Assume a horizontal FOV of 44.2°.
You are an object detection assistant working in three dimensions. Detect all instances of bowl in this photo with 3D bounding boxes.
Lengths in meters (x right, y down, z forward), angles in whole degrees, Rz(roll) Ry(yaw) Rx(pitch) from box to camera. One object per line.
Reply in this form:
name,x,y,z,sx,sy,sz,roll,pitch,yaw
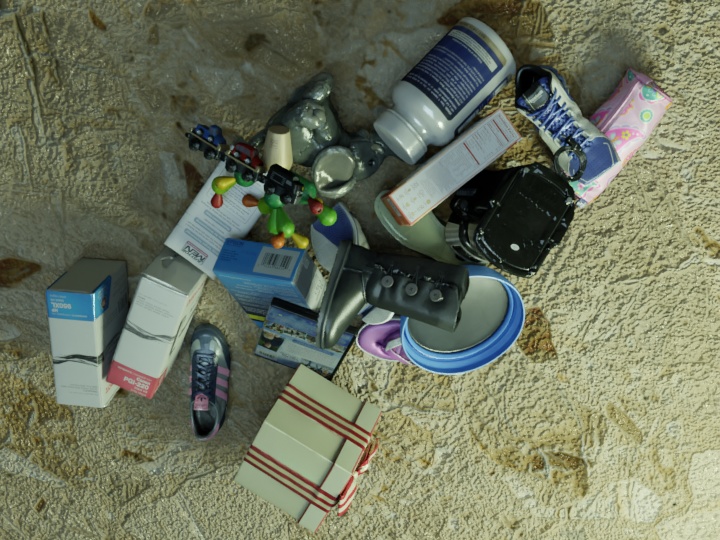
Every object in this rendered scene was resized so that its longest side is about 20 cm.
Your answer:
bowl,0.156,0.076,1.379,0.198,0.040,0.202,-7,129,-9

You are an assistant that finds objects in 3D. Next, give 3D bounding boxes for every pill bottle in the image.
pill bottle,0.114,-0.248,1.248,0.200,0.111,0.111,-46,102,-4

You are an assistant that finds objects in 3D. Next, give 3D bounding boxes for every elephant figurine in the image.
elephant figurine,-0.033,-0.177,1.314,0.200,0.142,0.154,46,149,-22

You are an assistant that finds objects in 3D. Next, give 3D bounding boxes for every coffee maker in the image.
coffee maker,0.220,-0.088,1.266,0.191,0.200,0.135,-35,100,-4

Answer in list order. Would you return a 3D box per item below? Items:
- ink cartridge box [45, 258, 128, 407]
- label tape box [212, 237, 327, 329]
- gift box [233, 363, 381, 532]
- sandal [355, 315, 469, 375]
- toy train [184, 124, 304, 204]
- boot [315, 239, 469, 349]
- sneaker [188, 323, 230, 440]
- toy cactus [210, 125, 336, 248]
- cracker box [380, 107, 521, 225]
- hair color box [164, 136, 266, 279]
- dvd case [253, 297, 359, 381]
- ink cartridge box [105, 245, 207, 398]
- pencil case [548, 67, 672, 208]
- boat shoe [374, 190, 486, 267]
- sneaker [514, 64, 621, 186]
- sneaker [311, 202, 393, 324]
ink cartridge box,-0.437,0.100,1.444,0.083,0.145,0.203,4,111,5
label tape box,-0.125,0.034,1.399,0.142,0.067,0.200,8,154,23
gift box,-0.078,0.300,1.465,0.185,0.185,0.201,29,130,3
sandal,0.091,0.126,1.458,0.200,0.050,0.083,11,111,0
toy train,-0.161,-0.152,1.225,0.199,0.034,0.046,30,105,17
boot,0.046,0.055,1.280,0.197,0.066,0.167,14,84,8
sneaker,-0.257,0.192,1.497,0.069,0.082,0.203,1,111,5
toy cactus,-0.129,-0.123,1.270,0.198,0.102,0.167,22,125,22
cracker box,0.126,-0.146,1.276,0.199,0.134,0.058,-38,94,-2
hair color box,-0.210,-0.097,1.395,0.099,0.061,0.201,36,109,-9
dvd case,-0.091,0.115,1.423,0.141,0.018,0.200,20,149,-5
ink cartridge box,-0.322,0.080,1.425,0.084,0.146,0.202,22,112,-2
pencil case,0.361,-0.193,1.294,0.087,0.088,0.201,35,109,-9
boat shoe,0.103,-0.055,1.380,0.200,0.061,0.072,33,86,-8
sneaker,0.269,-0.210,1.235,0.080,0.115,0.201,-39,70,25
sneaker,0.000,0.001,1.397,0.080,0.115,0.201,-33,75,10
